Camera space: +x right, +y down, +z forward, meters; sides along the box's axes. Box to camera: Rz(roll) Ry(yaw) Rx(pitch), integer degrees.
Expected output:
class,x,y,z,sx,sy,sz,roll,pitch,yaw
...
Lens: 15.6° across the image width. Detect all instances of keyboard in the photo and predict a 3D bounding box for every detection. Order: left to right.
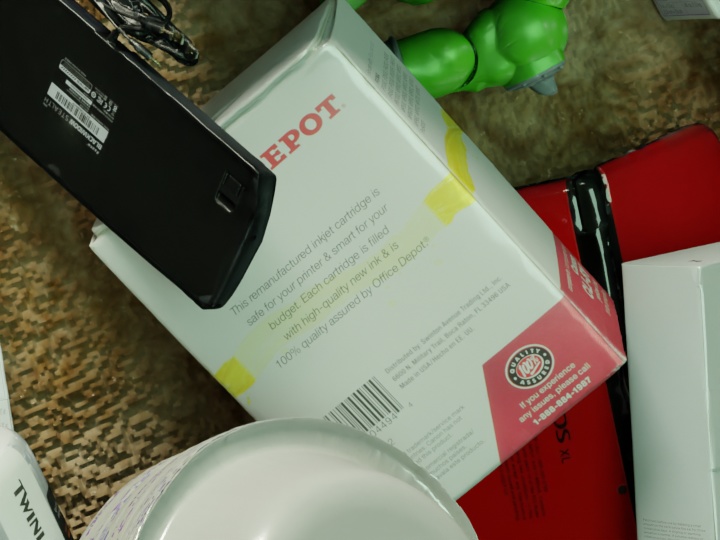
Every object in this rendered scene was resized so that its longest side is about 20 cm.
class,x,y,z,sx,sy,sz,roll,pitch,yaw
keyboard,-0.105,-0.082,1.117,0.200,0.104,0.040,41,36,18

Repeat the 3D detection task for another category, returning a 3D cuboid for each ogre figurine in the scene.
class,x,y,z,sx,sy,sz,roll,pitch,yaw
ogre figurine,0.051,-0.159,1.207,0.119,0.098,0.201,13,78,-9

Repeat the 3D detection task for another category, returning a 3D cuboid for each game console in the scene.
class,x,y,z,sx,sy,sz,roll,pitch,yaw
game console,0.107,0.047,1.287,0.171,0.119,0.201,-11,99,12

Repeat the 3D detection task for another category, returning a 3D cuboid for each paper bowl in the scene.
class,x,y,z,sx,sy,sz,roll,pitch,yaw
paper bowl,-0.019,0.160,1.076,0.200,0.104,0.202,15,64,-33

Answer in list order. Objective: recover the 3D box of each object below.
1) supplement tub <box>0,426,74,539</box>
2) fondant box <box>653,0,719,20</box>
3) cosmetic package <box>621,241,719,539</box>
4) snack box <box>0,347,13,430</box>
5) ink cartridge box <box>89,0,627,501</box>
class,x,y,z,sx,sy,sz,roll,pitch,yaw
supplement tub,-0.159,0.177,1.117,0.122,0.122,0.201,-29,106,-16
fondant box,0.168,-0.242,1.265,0.144,0.058,0.201,-35,104,-15
cosmetic package,0.206,0.058,1.267,0.199,0.051,0.152,-10,101,-47
snack box,-0.197,0.028,1.164,0.071,0.024,0.202,-10,98,-18
ink cartridge box,0.000,0.000,1.174,0.145,0.084,0.200,-39,105,15
